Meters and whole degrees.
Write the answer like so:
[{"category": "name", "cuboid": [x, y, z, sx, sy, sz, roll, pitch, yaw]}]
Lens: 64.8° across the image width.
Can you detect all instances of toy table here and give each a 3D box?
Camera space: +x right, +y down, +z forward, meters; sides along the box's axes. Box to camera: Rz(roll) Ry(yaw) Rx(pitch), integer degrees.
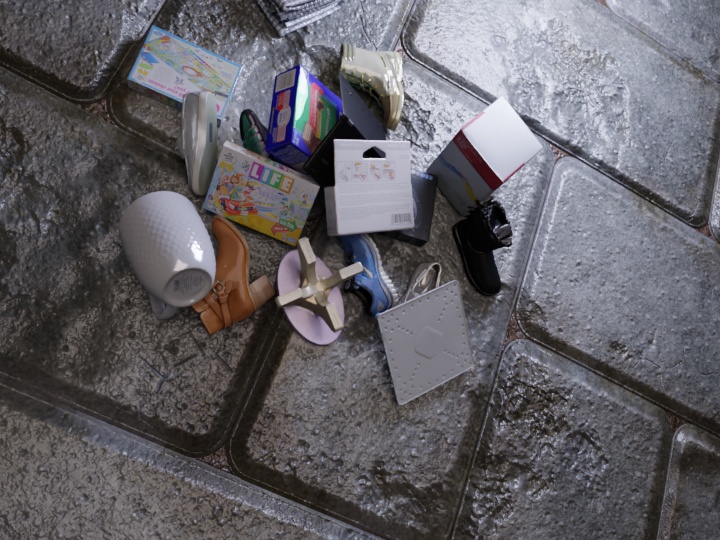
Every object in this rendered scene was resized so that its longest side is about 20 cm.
[{"category": "toy table", "cuboid": [-0.088, 0.041, 1.115, 0.182, 0.117, 0.202, -34, 88, -22]}]

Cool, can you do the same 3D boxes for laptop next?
[{"category": "laptop", "cuboid": [-0.026, -0.252, 1.158, 0.201, 0.116, 0.187, -51, 135, 0]}]

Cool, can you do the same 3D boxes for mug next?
[{"category": "mug", "cuboid": [-0.340, -0.007, 1.010, 0.145, 0.202, 0.176, -1, 39, -40]}]

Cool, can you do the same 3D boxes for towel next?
[{"category": "towel", "cuboid": [-0.144, -0.651, 1.281, 0.198, 0.086, 0.167, -32, 87, -22]}]

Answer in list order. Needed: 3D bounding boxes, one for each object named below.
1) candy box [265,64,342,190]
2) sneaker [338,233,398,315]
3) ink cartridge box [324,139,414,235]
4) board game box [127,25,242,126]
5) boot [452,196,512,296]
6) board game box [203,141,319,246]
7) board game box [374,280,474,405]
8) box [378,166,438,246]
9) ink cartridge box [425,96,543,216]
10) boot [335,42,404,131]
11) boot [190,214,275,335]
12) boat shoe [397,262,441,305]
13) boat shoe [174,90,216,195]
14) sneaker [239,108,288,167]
[{"category": "candy box", "cuboid": [-0.094, -0.283, 1.160, 0.199, 0.076, 0.173, 26, 63, -53]}, {"category": "sneaker", "cuboid": [0.000, 0.000, 1.174, 0.088, 0.078, 0.203, -26, 86, -24]}, {"category": "ink cartridge box", "cuboid": [0.019, -0.167, 1.136, 0.197, 0.044, 0.181, -8, 97, -36]}, {"category": "board game box", "cuboid": [-0.360, -0.402, 1.177, 0.196, 0.034, 0.137, 22, 71, -12]}, {"category": "boot", "cuboid": [0.279, -0.050, 1.231, 0.072, 0.162, 0.202, -22, 84, -20]}, {"category": "board game box", "cuboid": [-0.194, -0.149, 1.119, 0.196, 0.034, 0.136, 22, 114, -11]}, {"category": "board game box", "cuboid": [0.135, 0.145, 1.169, 0.197, 0.026, 0.204, -22, 109, -22]}, {"category": "box", "cuboid": [0.066, -0.159, 1.252, 0.196, 0.043, 0.164, 16, 72, -14]}, {"category": "ink cartridge box", "cuboid": [0.266, -0.245, 1.256, 0.145, 0.200, 0.145, -39, 88, -23]}, {"category": "boot", "cuboid": [0.019, -0.417, 1.285, 0.151, 0.072, 0.205, 5, 70, -17]}, {"category": "boot", "cuboid": [-0.274, 0.008, 1.087, 0.153, 0.074, 0.202, -32, 86, -19]}, {"category": "boat shoe", "cuboid": [0.121, 0.070, 1.201, 0.070, 0.069, 0.204, 24, 71, -11]}, {"category": "boat shoe", "cuboid": [-0.330, -0.253, 1.131, 0.070, 0.070, 0.206, 4, 92, 11]}, {"category": "sneaker", "cuboid": [-0.182, -0.243, 1.185, 0.087, 0.074, 0.204, -26, 97, -32]}]
